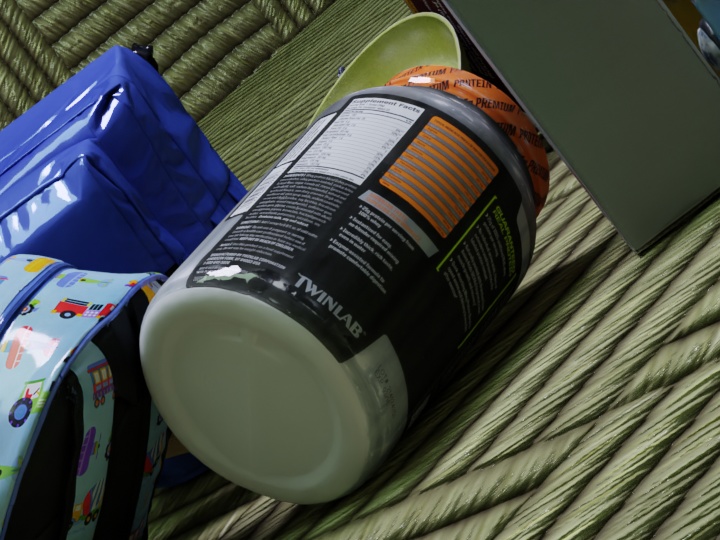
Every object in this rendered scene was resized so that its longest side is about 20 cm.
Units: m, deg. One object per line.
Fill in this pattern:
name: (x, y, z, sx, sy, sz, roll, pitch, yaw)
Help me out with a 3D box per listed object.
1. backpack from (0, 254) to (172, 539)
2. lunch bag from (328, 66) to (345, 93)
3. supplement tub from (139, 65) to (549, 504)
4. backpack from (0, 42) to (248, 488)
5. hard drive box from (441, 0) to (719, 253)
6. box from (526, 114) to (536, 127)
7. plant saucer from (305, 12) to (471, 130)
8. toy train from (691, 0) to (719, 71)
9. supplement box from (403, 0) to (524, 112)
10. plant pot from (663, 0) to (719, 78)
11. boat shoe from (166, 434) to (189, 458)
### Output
backpack: (-0.165, 0.082, 1.280, 0.183, 0.134, 0.201, -49, -19, -54)
lunch bag: (0.061, -0.167, 2.158, 0.200, 0.076, 0.160, -38, 6, -2)
supplement tub: (0.000, 0.000, 1.265, 0.122, 0.123, 0.200, -30, 13, 46)
backpack: (-0.126, 0.017, 1.502, 0.162, 0.200, 0.168, -34, 18, 15)
hard drive box: (0.087, -0.119, 1.287, 0.077, 0.200, 0.156, -38, 7, 4)
box: (0.052, -0.096, 1.764, 0.200, 0.082, 0.068, -37, 8, -1)
plant saucer: (0.009, -0.052, 1.638, 0.200, 0.031, 0.201, -45, 30, 35)
toy train: (0.233, -0.146, 1.210, 0.200, 0.087, 0.114, -36, 14, 5)
supplement box: (0.092, -0.202, 1.601, 0.133, 0.198, 0.200, -39, 23, -8)
plant pot: (0.192, -0.207, 1.408, 0.189, 0.200, 0.201, -55, 13, -16)
boat shoe: (-0.056, 0.062, 1.385, 0.199, 0.077, 0.072, -10, 22, 21)
